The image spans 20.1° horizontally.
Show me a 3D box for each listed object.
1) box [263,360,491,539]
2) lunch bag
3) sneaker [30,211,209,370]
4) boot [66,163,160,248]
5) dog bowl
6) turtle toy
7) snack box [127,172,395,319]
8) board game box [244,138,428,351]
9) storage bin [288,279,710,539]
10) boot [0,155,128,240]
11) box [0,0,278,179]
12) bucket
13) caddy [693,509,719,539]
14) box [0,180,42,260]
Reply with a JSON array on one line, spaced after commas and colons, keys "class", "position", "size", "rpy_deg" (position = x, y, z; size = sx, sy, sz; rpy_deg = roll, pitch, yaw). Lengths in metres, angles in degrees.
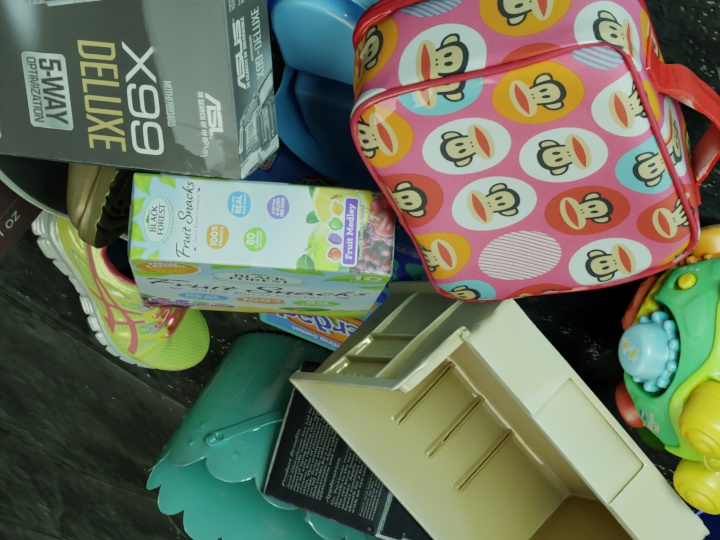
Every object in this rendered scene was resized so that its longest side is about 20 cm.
[{"class": "box", "position": [0.044, 0.140, 1.421], "size": [0.147, 0.105, 0.200], "rpy_deg": [19, 174, -23]}, {"class": "lunch bag", "position": [0.098, -0.068, 1.039], "size": [0.175, 0.082, 0.200], "rpy_deg": [-11, 143, 14]}, {"class": "sneaker", "position": [-0.161, 0.011, 1.507], "size": [0.090, 0.078, 0.200], "rpy_deg": [5, 146, 37]}, {"class": "boot", "position": [-0.196, -0.130, 1.173], "size": [0.199, 0.176, 0.066], "rpy_deg": [24, -171, 16]}, {"class": "dog bowl", "position": [-0.002, -0.116, 1.128], "size": [0.111, 0.050, 0.200], "rpy_deg": [18, 154, 22]}, {"class": "turtle toy", "position": [0.196, 0.052, 1.142], "size": [0.101, 0.146, 0.200], "rpy_deg": [30, 158, 19]}, {"class": "snack box", "position": [-0.058, -0.010, 1.162], "size": [0.141, 0.053, 0.200], "rpy_deg": [2, 172, -4]}, {"class": "board game box", "position": [0.000, 0.000, 1.354], "size": [0.151, 0.045, 0.200], "rpy_deg": [21, 155, 14]}, {"class": "storage bin", "position": [0.083, 0.109, 1.217], "size": [0.200, 0.094, 0.198], "rpy_deg": [49, 165, -13]}, {"class": "boot", "position": [-0.171, -0.066, 1.344], "size": [0.199, 0.073, 0.144], "rpy_deg": [31, -177, -9]}, {"class": "box", "position": [-0.128, -0.153, 1.049], "size": [0.157, 0.050, 0.201], "rpy_deg": [8, 117, 23]}, {"class": "bucket", "position": [-0.054, 0.153, 1.599], "size": [0.206, 0.135, 0.208], "rpy_deg": [23, 156, 11]}, {"class": "caddy", "position": [0.279, 0.227, 1.389], "size": [0.105, 0.142, 0.200], "rpy_deg": [36, 156, -9]}, {"class": "box", "position": [-0.331, -0.092, 1.344], "size": [0.164, 0.166, 0.200], "rpy_deg": [26, 160, 35]}]
